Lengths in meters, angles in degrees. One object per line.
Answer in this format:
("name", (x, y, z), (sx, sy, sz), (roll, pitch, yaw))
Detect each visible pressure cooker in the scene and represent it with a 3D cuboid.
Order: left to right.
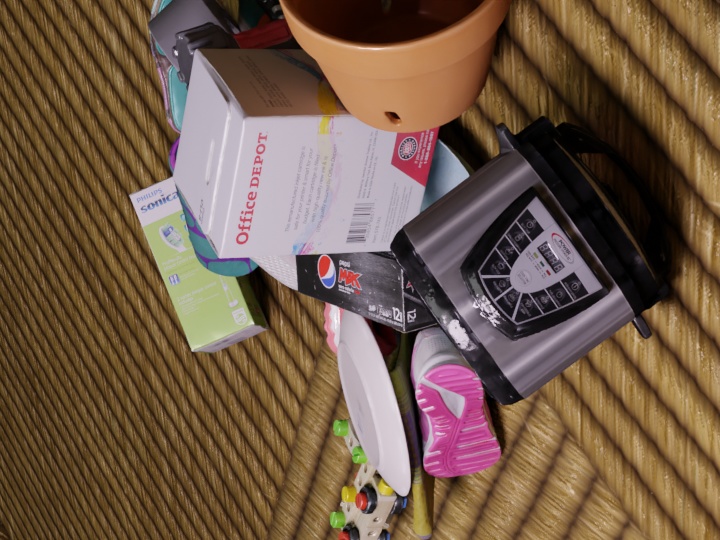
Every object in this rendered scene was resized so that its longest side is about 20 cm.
("pressure cooker", (0.143, -0.015, 1.369), (0.176, 0.199, 0.179), (51, -175, -49))

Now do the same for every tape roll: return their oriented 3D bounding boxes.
("tape roll", (-0.130, -0.201, 1.762), (0.201, 0.066, 0.200), (48, -173, -8))

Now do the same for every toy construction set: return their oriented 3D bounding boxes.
("toy construction set", (0.006, 0.233, 1.889), (0.132, 0.091, 0.201), (-113, 21, -44))

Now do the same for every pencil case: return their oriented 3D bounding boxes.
("pencil case", (-0.153, -0.076, 1.882), (0.201, 0.091, 0.086), (81, -179, -61))

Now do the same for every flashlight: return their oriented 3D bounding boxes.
("flashlight", (-0.084, -0.229, 1.628), (0.068, 0.198, 0.068), (52, 147, 30))

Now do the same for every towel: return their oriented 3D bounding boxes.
("towel", (0.053, 0.161, 1.751), (0.144, 0.023, 0.202), (-80, -19, -64))

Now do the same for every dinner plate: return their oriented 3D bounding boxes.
("dinner plate", (0.007, 0.134, 1.727), (0.200, 0.024, 0.202), (164, 90, -80))

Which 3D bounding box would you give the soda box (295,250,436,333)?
("soda box", (0.011, 0.002, 1.664), (0.199, 0.063, 0.072), (18, 115, 55))

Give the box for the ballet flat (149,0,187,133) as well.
("ballet flat", (-0.214, -0.260, 2.008), (0.071, 0.068, 0.202), (-117, 20, -57))

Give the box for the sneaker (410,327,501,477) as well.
("sneaker", (0.093, 0.129, 1.692), (0.201, 0.080, 0.089), (83, 180, -48))

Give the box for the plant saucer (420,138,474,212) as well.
("plant saucer", (0.084, -0.044, 1.623), (0.201, 0.038, 0.203), (42, 143, 43))

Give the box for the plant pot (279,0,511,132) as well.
("plant pot", (0.035, -0.214, 1.449), (0.200, 0.199, 0.141), (49, 163, 34))

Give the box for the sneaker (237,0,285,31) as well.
("sneaker", (-0.071, -0.251, 1.730), (0.200, 0.071, 0.080), (45, 149, 41))

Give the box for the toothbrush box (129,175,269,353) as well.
("toothbrush box", (-0.191, -0.008, 2.049), (0.146, 0.085, 0.202), (40, -152, -86))

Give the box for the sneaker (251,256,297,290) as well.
("sneaker", (-0.095, -0.069, 1.803), (0.075, 0.105, 0.200), (3, 152, 42))

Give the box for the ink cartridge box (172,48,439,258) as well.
("ink cartridge box", (-0.053, -0.111, 1.569), (0.145, 0.198, 0.147), (53, 137, 48))

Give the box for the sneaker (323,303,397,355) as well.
("sneaker", (0.000, 0.000, 1.798), (0.086, 0.073, 0.202), (7, 119, 44))
